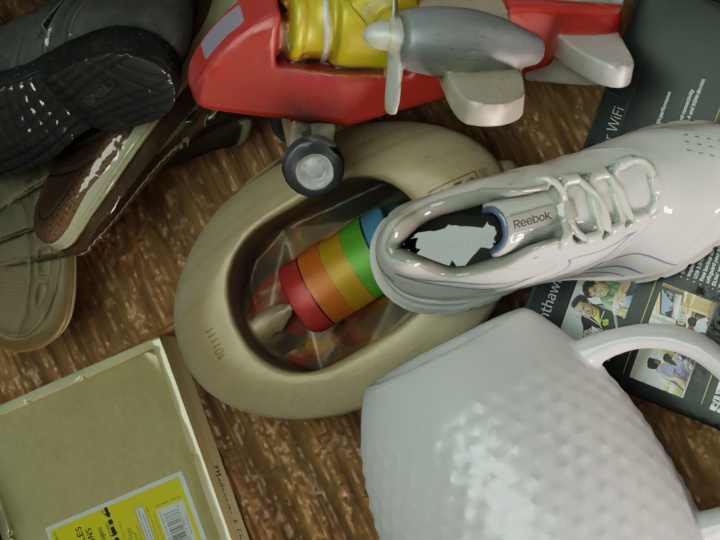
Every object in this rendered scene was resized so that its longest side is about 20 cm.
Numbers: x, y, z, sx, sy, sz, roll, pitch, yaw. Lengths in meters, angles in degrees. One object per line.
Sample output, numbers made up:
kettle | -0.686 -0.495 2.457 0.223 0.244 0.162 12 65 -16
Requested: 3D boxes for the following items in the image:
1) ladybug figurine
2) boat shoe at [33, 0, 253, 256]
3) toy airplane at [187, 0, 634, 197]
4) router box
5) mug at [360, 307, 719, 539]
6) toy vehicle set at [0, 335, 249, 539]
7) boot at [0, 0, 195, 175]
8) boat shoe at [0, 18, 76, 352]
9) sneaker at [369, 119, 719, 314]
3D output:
ladybug figurine | 0.000 0.000 1.523 0.200 0.072 0.136 -27 80 15
boat shoe | -0.088 -0.085 1.539 0.075 0.075 0.203 36 82 -22
toy airplane | 0.036 -0.133 1.442 0.200 0.199 0.141 9 127 39
router box | 0.179 -0.028 1.476 0.149 0.051 0.200 22 94 20
mug | 0.103 0.103 1.430 0.200 0.148 0.176 -27 91 13
toy vehicle set | -0.123 0.150 1.581 0.124 0.027 0.200 -22 81 16
boot | -0.152 -0.126 1.528 0.200 0.070 0.132 -8 49 32
boat shoe | -0.188 -0.052 1.591 0.074 0.066 0.200 -14 80 10
sneaker | 0.100 -0.023 1.422 0.200 0.087 0.075 -18 86 5
